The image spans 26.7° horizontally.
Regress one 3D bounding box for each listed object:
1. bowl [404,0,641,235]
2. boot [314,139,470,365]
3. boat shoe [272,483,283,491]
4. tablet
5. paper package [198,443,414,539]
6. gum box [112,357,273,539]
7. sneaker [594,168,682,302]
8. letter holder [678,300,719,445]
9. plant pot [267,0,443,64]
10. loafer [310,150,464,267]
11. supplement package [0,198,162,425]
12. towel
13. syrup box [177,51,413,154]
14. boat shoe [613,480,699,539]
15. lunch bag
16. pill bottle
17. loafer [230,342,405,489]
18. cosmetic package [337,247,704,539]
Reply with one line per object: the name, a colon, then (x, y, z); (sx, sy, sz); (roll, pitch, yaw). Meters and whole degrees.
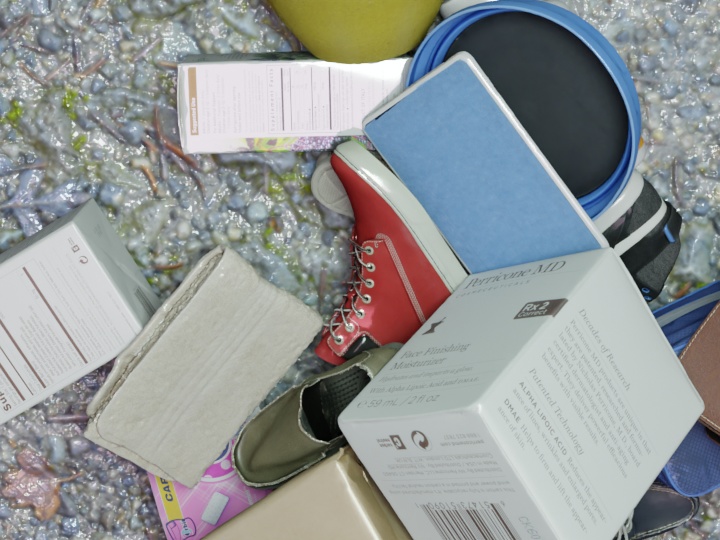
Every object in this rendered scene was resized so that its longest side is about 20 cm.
bowl: (0.131, -0.124, 1.216); (0.200, 0.039, 0.201); (17, 126, 24)
boot: (0.000, 0.000, 1.270); (0.144, 0.072, 0.200); (-36, 118, -1)
boat shoe: (0.018, 0.193, 1.367); (0.202, 0.075, 0.075); (19, 65, -31)
tablet: (0.100, -0.070, 1.235); (0.130, 0.014, 0.200); (-31, 100, 41)
paper package: (-0.032, 0.269, 1.241); (0.200, 0.103, 0.191); (-34, 80, 18)
gum box: (-0.138, 0.150, 1.369); (0.113, 0.066, 0.200); (-15, 102, 1)
sneaker: (0.202, 0.010, 1.344); (0.112, 0.073, 0.200); (39, 109, -23)
letter holder: (0.363, 0.072, 1.236); (0.200, 0.142, 0.101); (-50, 137, -4)
plant pot: (-0.003, -0.253, 1.237); (0.200, 0.200, 0.142); (-9, 122, 1)
loafer: (0.055, -0.063, 1.331); (0.200, 0.063, 0.072); (21, 125, -8)
supplement package: (-0.291, 0.046, 1.316); (0.200, 0.121, 0.120); (-30, 102, 6)
towel: (-0.133, 0.085, 1.281); (0.200, 0.034, 0.133); (-50, 129, 4)
syrup box: (-0.054, -0.146, 1.301); (0.200, 0.079, 0.082); (-2, 103, -1)
boat shoe: (0.217, 0.224, 1.395); (0.200, 0.062, 0.075); (-1, 100, -1)
lunch bag: (0.296, 0.103, 1.333); (0.200, 0.132, 0.136); (-24, 102, -9)
pill bottle: (0.149, -0.158, 1.285); (0.112, 0.112, 0.200); (-31, 101, 5)
loafer: (-0.041, 0.120, 1.260); (0.200, 0.070, 0.075); (-37, 70, 26)
cosmetic package: (0.127, 0.112, 1.181); (0.200, 0.165, 0.165); (-46, 111, -36)
